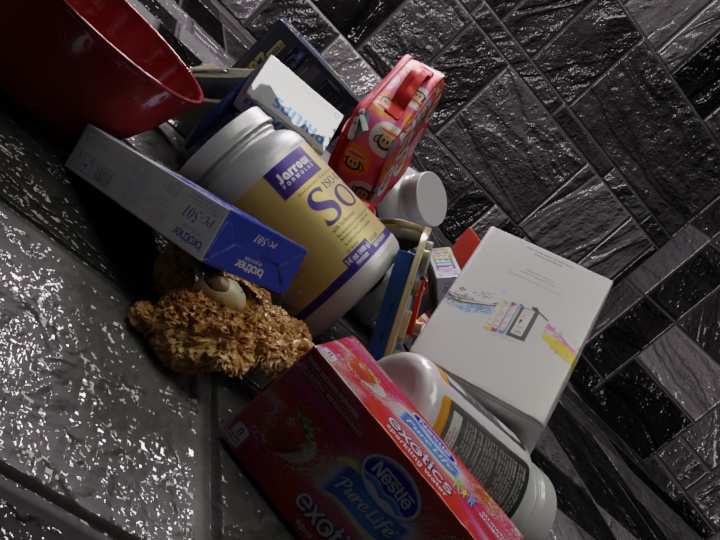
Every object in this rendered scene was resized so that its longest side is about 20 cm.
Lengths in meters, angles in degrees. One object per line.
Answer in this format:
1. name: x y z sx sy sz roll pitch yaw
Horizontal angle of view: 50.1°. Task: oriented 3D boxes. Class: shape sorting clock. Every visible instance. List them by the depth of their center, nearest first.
1. shape sorting clock: 0.043 0.054 0.777 0.039 0.200 0.200 17 7 10

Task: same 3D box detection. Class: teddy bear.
1. teddy bear: -0.096 0.034 0.609 0.145 0.067 0.200 50 10 26

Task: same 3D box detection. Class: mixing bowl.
1. mixing bowl: -0.249 -0.184 0.678 0.200 0.108 0.200 45 10 -11

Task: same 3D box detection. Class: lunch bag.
1. lunch bag: 0.035 -0.176 0.964 0.082 0.176 0.200 32 47 3

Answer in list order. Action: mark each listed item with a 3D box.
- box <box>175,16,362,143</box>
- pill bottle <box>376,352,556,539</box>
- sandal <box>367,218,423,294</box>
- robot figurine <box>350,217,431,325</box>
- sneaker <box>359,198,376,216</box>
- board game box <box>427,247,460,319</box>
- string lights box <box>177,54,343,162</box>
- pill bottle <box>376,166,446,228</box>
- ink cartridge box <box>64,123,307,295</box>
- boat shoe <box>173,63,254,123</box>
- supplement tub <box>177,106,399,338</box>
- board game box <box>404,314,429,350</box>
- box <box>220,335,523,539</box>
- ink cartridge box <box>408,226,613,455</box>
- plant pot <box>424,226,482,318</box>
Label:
1. box: -0.117 -0.205 1.014 0.158 0.200 0.051 44 15 -16
2. pill bottle: 0.078 0.169 0.675 0.200 0.116 0.116 42 12 -28
3. sandal: 0.000 0.000 0.880 0.080 0.200 0.054 9 65 -32
4. robot figurine: 0.006 -0.008 1.024 0.200 0.113 0.170 48 -10 3
5. sneaker: -0.059 -0.085 0.899 0.200 0.085 0.077 9 -21 42
6. board game box: 0.114 0.083 1.014 0.134 0.034 0.200 -93 179 -74
7. string lights box: -0.118 -0.150 0.866 0.103 0.059 0.200 38 -29 -21
8. pill bottle: 0.021 -0.091 1.119 0.112 0.200 0.113 10 78 -51
9. ink cartridge box: -0.143 -0.051 0.613 0.200 0.044 0.094 31 1 37
10. boat shoe: -0.178 -0.217 0.928 0.200 0.063 0.071 8 -19 10
11. supplement tub: -0.075 -0.046 0.760 0.200 0.145 0.145 47 11 -6
12. board game box: 0.058 0.056 1.204 0.200 0.035 0.126 51 12 18
13. box: 0.012 0.150 0.535 0.200 0.095 0.100 49 11 10
14. ink cartridge box: 0.148 0.090 0.811 0.145 0.200 0.147 27 -36 16
15. plant pot: 0.207 0.079 1.325 0.200 0.176 0.200 44 11 -23
